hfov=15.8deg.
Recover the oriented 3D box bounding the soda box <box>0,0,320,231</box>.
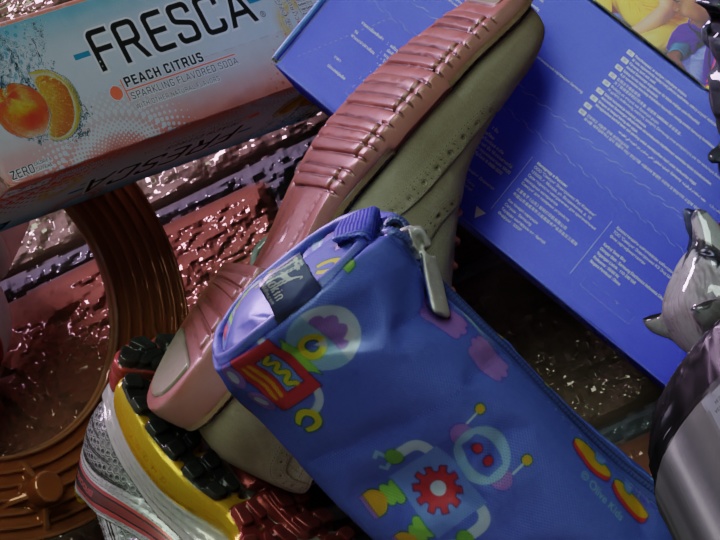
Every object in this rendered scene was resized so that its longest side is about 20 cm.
[{"bbox_3d":[-0.087,-0.075,1.031,0.199,0.068,0.064,-22,82,-39],"label":"soda box"}]

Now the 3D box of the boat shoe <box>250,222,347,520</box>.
[{"bbox_3d":[0.000,0.000,1.012,0.074,0.062,0.201,6,58,25],"label":"boat shoe"}]

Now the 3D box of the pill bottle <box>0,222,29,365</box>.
[{"bbox_3d":[-0.208,0.044,1.038,0.111,0.112,0.201,6,58,27],"label":"pill bottle"}]

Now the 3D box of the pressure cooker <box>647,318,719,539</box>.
[{"bbox_3d":[0.193,0.100,0.769,0.177,0.176,0.201,-15,57,-15],"label":"pressure cooker"}]

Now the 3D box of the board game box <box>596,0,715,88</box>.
[{"bbox_3d":[0.126,-0.107,1.011,0.199,0.045,0.135,-22,77,7],"label":"board game box"}]

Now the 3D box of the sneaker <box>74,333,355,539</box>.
[{"bbox_3d":[-0.040,0.120,0.942,0.201,0.077,0.082,58,132,30],"label":"sneaker"}]

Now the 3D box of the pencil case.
[{"bbox_3d":[0.041,0.063,0.861,0.087,0.200,0.078,-40,10,28],"label":"pencil case"}]

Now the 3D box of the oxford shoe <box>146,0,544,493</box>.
[{"bbox_3d":[0.009,-0.013,0.930,0.200,0.074,0.071,-52,15,0],"label":"oxford shoe"}]

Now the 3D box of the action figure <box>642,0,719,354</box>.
[{"bbox_3d":[0.179,-0.031,0.865,0.192,0.201,0.105,-27,27,-14],"label":"action figure"}]

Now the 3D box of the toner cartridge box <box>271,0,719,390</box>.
[{"bbox_3d":[0.072,-0.049,0.966,0.200,0.043,0.095,40,89,14],"label":"toner cartridge box"}]

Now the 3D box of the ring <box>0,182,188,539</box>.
[{"bbox_3d":[-0.152,0.008,1.004,0.019,0.200,0.202,-34,35,49],"label":"ring"}]
